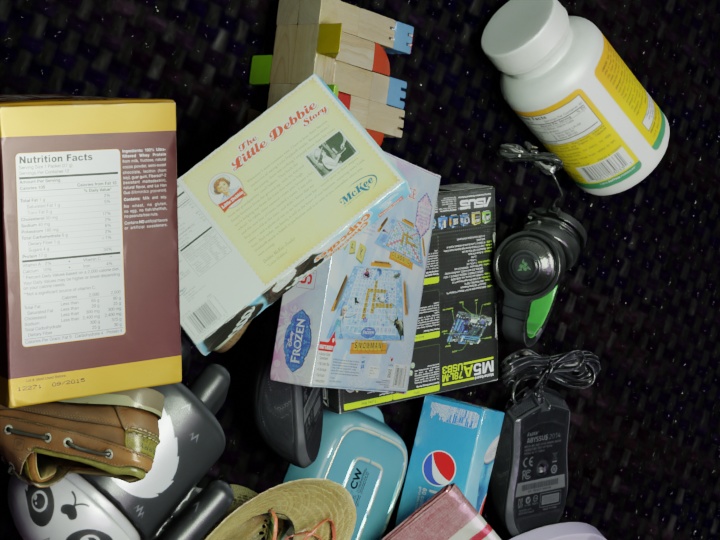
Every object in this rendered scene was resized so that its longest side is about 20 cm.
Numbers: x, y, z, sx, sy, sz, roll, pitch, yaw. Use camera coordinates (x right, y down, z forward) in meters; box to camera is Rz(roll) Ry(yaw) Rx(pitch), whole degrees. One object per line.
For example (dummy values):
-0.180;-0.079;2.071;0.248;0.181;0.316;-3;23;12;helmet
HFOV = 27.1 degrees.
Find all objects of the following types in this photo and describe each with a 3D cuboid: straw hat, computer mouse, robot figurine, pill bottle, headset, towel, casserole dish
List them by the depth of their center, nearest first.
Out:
-0.187;0.145;1.178;0.200;0.150;0.125;-50;135;-22;robot figurine
-0.106;0.229;1.272;0.201;0.085;0.201;-29;140;-27;straw hat
-0.068;0.073;1.285;0.139;0.053;0.200;-61;150;-69;computer mouse
0.090;0.310;1.362;0.144;0.023;0.200;-39;101;2;towel
-0.018;0.218;1.376;0.121;0.039;0.200;28;78;-37;casserole dish
0.163;-0.024;1.449;0.124;0.094;0.200;-45;148;-54;headset
0.206;-0.174;1.450;0.200;0.113;0.113;43;70;-33;pill bottle
0.171;0.174;1.504;0.138;0.053;0.200;2;97;-40;computer mouse

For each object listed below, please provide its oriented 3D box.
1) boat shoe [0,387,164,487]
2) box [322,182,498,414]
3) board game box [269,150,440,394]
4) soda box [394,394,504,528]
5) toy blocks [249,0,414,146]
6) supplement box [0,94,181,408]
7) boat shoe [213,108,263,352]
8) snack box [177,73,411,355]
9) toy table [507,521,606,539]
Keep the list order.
-0.239;0.121;1.090;0.072;0.200;0.068;36;54;-57;boat shoe
0.044;0.022;1.393;0.200;0.047;0.194;-9;104;-37;box
0.000;0.000;1.248;0.200;0.041;0.200;16;83;-66;board game box
0.078;0.223;1.420;0.068;0.064;0.200;20;83;-66;soda box
-0.016;-0.150;1.305;0.137;0.100;0.200;9;88;-50;toy blocks
-0.236;-0.025;1.073;0.133;0.197;0.200;-6;100;-37;supplement box
-0.102;-0.035;1.182;0.076;0.072;0.200;27;64;-22;boat shoe
-0.075;-0.044;1.128;0.200;0.116;0.037;-38;163;-4;snack box
0.189;0.337;1.471;0.200;0.117;0.184;-22;133;-19;toy table
